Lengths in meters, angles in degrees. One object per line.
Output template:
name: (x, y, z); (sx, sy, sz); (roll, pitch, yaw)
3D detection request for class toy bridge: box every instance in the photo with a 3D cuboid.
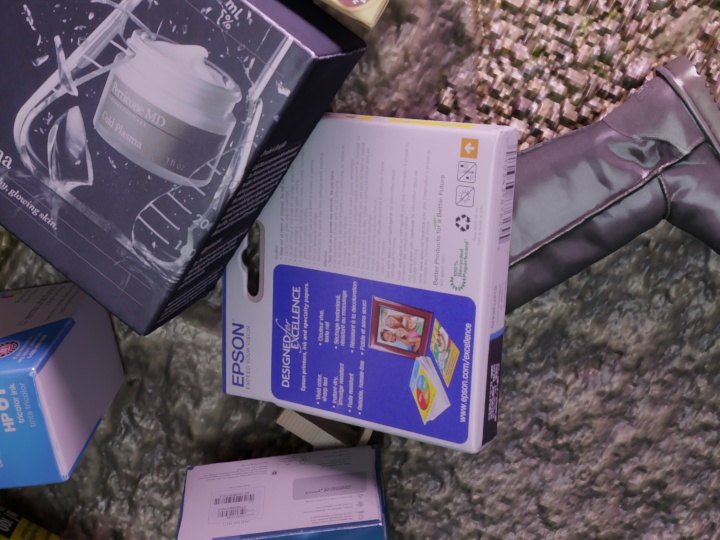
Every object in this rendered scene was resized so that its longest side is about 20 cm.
toy bridge: (-0.031, 0.117, 0.803); (0.067, 0.027, 0.201); (31, 112, -9)

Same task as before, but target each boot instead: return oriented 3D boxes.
boot: (0.161, -0.019, 0.713); (0.198, 0.073, 0.183); (-33, 92, 9)

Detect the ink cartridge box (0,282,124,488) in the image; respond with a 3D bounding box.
ink cartridge box: (-0.280, 0.082, 0.743); (0.196, 0.145, 0.086); (-9, 111, 7)

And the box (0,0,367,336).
box: (-0.136, -0.109, 0.653); (0.199, 0.124, 0.198); (37, 108, 3)

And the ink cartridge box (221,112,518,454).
ink cartridge box: (0.000, 0.000, 0.716); (0.197, 0.047, 0.202); (10, 105, 30)

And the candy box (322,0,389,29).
candy box: (-0.062, -0.220, 0.624); (0.198, 0.116, 0.056); (30, 112, -8)

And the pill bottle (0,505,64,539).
pill bottle: (-0.234, 0.268, 0.832); (0.198, 0.113, 0.113); (30, 111, -9)

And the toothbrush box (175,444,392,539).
toothbrush box: (-0.044, 0.238, 0.804); (0.144, 0.086, 0.203); (-6, 122, 2)
